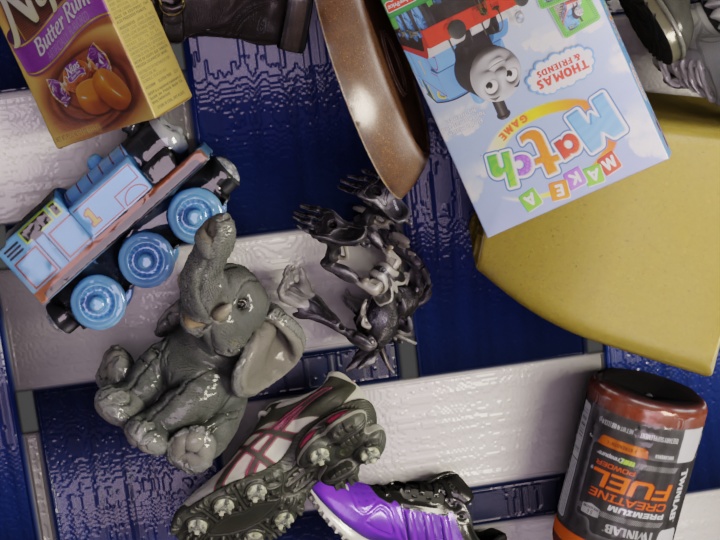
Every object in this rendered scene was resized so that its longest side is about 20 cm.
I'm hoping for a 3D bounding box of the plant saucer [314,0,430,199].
[{"bbox_3d":[0.013,-0.155,1.373,0.034,0.200,0.201,-18,106,10],"label":"plant saucer"}]

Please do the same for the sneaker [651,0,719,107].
[{"bbox_3d":[0.277,-0.162,1.408,0.080,0.200,0.076,-14,114,5],"label":"sneaker"}]

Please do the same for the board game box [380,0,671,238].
[{"bbox_3d":[0.122,-0.146,1.320,0.150,0.037,0.201,-24,97,15],"label":"board game box"}]

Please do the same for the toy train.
[{"bbox_3d":[-0.194,-0.039,1.444,0.200,0.087,0.114,-41,99,5],"label":"toy train"}]

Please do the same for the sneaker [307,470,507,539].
[{"bbox_3d":[0.044,0.209,1.548,0.200,0.070,0.100,35,91,-16],"label":"sneaker"}]

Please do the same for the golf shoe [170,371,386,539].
[{"bbox_3d":[-0.073,0.165,1.492,0.199,0.088,0.077,-31,131,4],"label":"golf shoe"}]

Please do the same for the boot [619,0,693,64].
[{"bbox_3d":[0.295,-0.263,1.404,0.199,0.183,0.073,-20,141,0],"label":"boot"}]

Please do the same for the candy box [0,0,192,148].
[{"bbox_3d":[-0.225,-0.205,1.379,0.116,0.056,0.201,-12,106,38],"label":"candy box"}]

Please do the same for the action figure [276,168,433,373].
[{"bbox_3d":[0.000,0.000,1.466,0.119,0.102,0.201,-43,149,-22],"label":"action figure"}]

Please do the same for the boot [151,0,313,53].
[{"bbox_3d":[-0.120,-0.261,1.401,0.173,0.069,0.202,5,104,-6],"label":"boot"}]

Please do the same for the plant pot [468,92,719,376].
[{"bbox_3d":[0.194,-0.049,1.434,0.198,0.196,0.196,11,103,-2],"label":"plant pot"}]

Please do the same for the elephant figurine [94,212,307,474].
[{"bbox_3d":[-0.115,0.055,1.441,0.141,0.155,0.201,32,98,-13],"label":"elephant figurine"}]

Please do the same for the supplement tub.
[{"bbox_3d":[0.228,0.194,1.539,0.106,0.107,0.201,10,103,-9],"label":"supplement tub"}]
